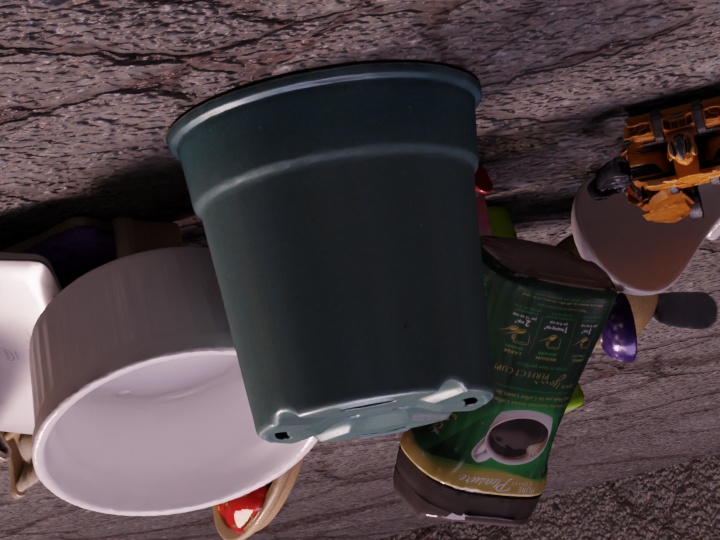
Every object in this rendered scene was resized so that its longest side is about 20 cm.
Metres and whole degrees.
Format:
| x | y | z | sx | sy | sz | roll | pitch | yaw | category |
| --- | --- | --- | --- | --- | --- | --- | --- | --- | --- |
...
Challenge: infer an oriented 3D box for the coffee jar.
| x | y | z | sx | sy | sz | roll | pitch | yaw | category |
| --- | --- | --- | --- | --- | --- | --- | --- | --- | --- |
| 0.096 | 0.081 | 1.613 | 0.104 | 0.200 | 0.085 | 9 | -160 | -30 | coffee jar |

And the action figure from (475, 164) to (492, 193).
| x | y | z | sx | sy | sz | roll | pitch | yaw | category |
| --- | --- | --- | --- | --- | --- | --- | --- | --- | --- |
| 0.027 | 0.014 | 1.600 | 0.065 | 0.052 | 0.200 | 14 | 121 | -15 | action figure |

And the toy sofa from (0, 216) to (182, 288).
| x | y | z | sx | sy | sz | roll | pitch | yaw | category |
| --- | --- | --- | --- | --- | --- | --- | --- | --- | --- |
| -0.222 | 0.027 | 1.673 | 0.200 | 0.083 | 0.097 | -19 | 165 | 38 | toy sofa |

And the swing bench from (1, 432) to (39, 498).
| x | y | z | sx | sy | sz | roll | pitch | yaw | category |
| --- | --- | --- | --- | --- | --- | --- | --- | --- | --- |
| -0.357 | 0.131 | 1.952 | 0.200 | 0.130 | 0.199 | -10 | 169 | -26 | swing bench |

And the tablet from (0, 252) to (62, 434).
| x | y | z | sx | sy | sz | roll | pitch | yaw | category |
| --- | --- | --- | --- | --- | --- | --- | --- | --- | --- |
| -0.250 | 0.054 | 1.638 | 0.130 | 0.014 | 0.200 | 3 | 140 | 18 | tablet |

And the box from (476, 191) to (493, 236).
| x | y | z | sx | sy | sz | roll | pitch | yaw | category |
| --- | --- | --- | --- | --- | --- | --- | --- | --- | --- |
| 0.000 | 0.000 | 1.692 | 0.199 | 0.095 | 0.103 | -10 | 167 | 2 | box |

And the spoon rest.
| x | y | z | sx | sy | sz | roll | pitch | yaw | category |
| --- | --- | --- | --- | --- | --- | --- | --- | --- | --- |
| 0.227 | -0.037 | 1.754 | 0.061 | 0.100 | 0.200 | -38 | 168 | 37 | spoon rest |

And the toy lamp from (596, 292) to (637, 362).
| x | y | z | sx | sy | sz | roll | pitch | yaw | category |
| --- | --- | --- | --- | --- | --- | --- | --- | --- | --- |
| 0.098 | 0.060 | 1.683 | 0.199 | 0.058 | 0.058 | -8 | 168 | -6 | toy lamp |

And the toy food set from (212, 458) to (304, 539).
| x | y | z | sx | sy | sz | roll | pitch | yaw | category |
| --- | --- | --- | --- | --- | --- | --- | --- | --- | --- |
| -0.086 | 0.116 | 1.853 | 0.049 | 0.198 | 0.200 | 17 | -164 | -19 | toy food set |

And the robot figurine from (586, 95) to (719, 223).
| x | y | z | sx | sy | sz | roll | pitch | yaw | category |
| --- | --- | --- | --- | --- | --- | --- | --- | --- | --- |
| 0.233 | -0.075 | 1.619 | 0.145 | 0.058 | 0.200 | -13 | 168 | 13 | robot figurine |

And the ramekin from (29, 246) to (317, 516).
| x | y | z | sx | sy | sz | roll | pitch | yaw | category |
| --- | --- | --- | --- | --- | --- | --- | --- | --- | --- |
| -0.128 | 0.072 | 1.565 | 0.200 | 0.098 | 0.201 | -11 | 145 | -8 | ramekin |

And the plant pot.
| x | y | z | sx | sy | sz | roll | pitch | yaw | category |
| --- | --- | --- | --- | --- | --- | --- | --- | --- | --- |
| -0.006 | -0.003 | 1.434 | 0.200 | 0.197 | 0.200 | -10 | 167 | -2 | plant pot |

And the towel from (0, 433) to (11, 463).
| x | y | z | sx | sy | sz | roll | pitch | yaw | category |
| --- | --- | --- | --- | --- | --- | --- | --- | --- | --- |
| -0.319 | 0.095 | 1.702 | 0.034 | 0.133 | 0.200 | -37 | -174 | -18 | towel |

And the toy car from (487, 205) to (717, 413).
| x | y | z | sx | sy | sz | roll | pitch | yaw | category |
| --- | --- | --- | --- | --- | --- | --- | --- | --- | --- |
| 0.173 | 0.021 | 1.823 | 0.200 | 0.165 | 0.158 | -19 | 171 | -16 | toy car |
